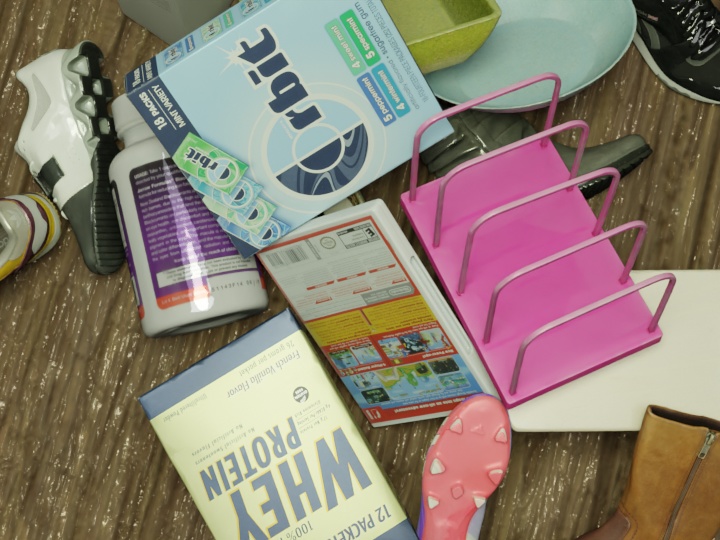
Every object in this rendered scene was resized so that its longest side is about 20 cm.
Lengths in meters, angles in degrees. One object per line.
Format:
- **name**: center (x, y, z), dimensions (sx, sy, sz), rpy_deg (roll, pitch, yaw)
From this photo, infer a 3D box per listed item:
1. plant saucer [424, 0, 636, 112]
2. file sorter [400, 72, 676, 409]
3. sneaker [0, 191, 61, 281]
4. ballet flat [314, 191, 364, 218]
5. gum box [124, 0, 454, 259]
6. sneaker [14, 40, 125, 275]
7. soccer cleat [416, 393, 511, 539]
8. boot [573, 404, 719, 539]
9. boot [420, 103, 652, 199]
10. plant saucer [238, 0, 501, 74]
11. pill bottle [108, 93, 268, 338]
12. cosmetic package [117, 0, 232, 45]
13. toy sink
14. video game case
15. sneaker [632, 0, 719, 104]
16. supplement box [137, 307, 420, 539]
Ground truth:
- **plant saucer**: center (0.140, -0.191, 1.164), dimensions (0.198, 0.039, 0.202), rpy_deg (-10, 44, 10)
- **file sorter**: center (0.134, -0.028, 1.034), dimensions (0.138, 0.126, 0.201), rpy_deg (-22, 65, -10)
- **sneaker**: center (-0.347, 0.003, 1.131), dimensions (0.199, 0.090, 0.075), rpy_deg (-40, 86, 15)
- **ballet flat**: center (0.000, 0.000, 1.160), dimensions (0.067, 0.062, 0.202), rpy_deg (-28, 85, -4)
- **gum box**: center (-0.053, -0.129, 1.040), dimensions (0.199, 0.045, 0.171), rpy_deg (-31, 121, 6)
- **sneaker**: center (-0.255, -0.091, 1.178), dimensions (0.087, 0.074, 0.203), rpy_deg (-11, 85, 16)
- **soccer cleat**: center (0.078, 0.188, 1.109), dimensions (0.066, 0.077, 0.203), rpy_deg (10, 107, 0)
- **boot**: center (0.209, 0.198, 1.092), dimensions (0.186, 0.069, 0.202), rpy_deg (15, 122, 1)
- **boot**: center (0.147, -0.115, 1.182), dimensions (0.198, 0.068, 0.132), rpy_deg (-22, 81, -4)
- **plant saucer**: center (0.006, -0.209, 1.152), dimensions (0.198, 0.200, 0.048), rpy_deg (-18, 125, -2)
- **pill bottle**: center (-0.152, -0.052, 1.147), dimensions (0.110, 0.111, 0.203), rpy_deg (-13, 85, -2)
- **cosmetic package**: center (-0.153, -0.266, 1.125), dimensions (0.084, 0.200, 0.108), rpy_deg (32, 82, 1)
- **toy sink**: center (0.214, 0.071, 1.138), dimensions (0.197, 0.112, 0.132), rpy_deg (-2, 83, -1)
- **video game case**: center (0.013, 0.041, 1.100), dimensions (0.201, 0.142, 0.017), rpy_deg (57, 45, -20)
- **sneaker**: center (0.274, -0.227, 1.182), dimensions (0.200, 0.088, 0.076), rpy_deg (44, 85, 3)
- **supplement box**: center (-0.061, 0.155, 1.081), dimensions (0.133, 0.200, 0.201), rpy_deg (-30, 86, -3)
